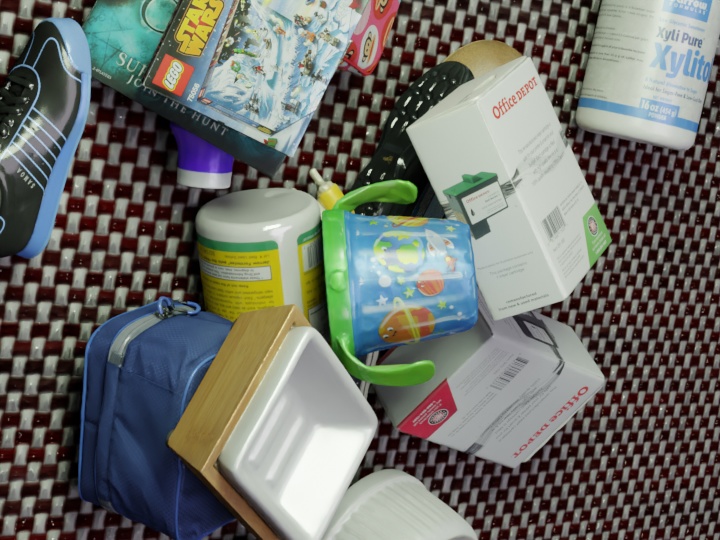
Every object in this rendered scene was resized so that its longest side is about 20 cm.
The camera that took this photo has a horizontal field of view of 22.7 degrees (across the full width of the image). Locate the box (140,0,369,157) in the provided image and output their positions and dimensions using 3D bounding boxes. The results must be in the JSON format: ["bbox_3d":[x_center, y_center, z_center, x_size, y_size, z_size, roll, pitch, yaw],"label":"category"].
[{"bbox_3d":[-0.074,-0.210,1.446,0.137,0.040,0.200,26,95,-13],"label":"box"}]

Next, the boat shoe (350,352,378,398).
[{"bbox_3d":[-0.030,0.125,1.717,0.062,0.075,0.200,1,109,-31],"label":"boat shoe"}]

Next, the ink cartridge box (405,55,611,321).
[{"bbox_3d":[0.139,-0.078,1.648,0.200,0.084,0.146,64,32,-10],"label":"ink cartridge box"}]

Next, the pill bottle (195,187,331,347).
[{"bbox_3d":[-0.084,0.036,1.612,0.113,0.113,0.200,-22,116,-38],"label":"pill bottle"}]

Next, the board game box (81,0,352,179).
[{"bbox_3d":[-0.125,-0.183,1.479,0.200,0.028,0.135,29,97,-13],"label":"board game box"}]

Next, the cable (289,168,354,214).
[{"bbox_3d":[0.000,0.000,1.673,0.200,0.050,0.097,38,83,-6],"label":"cable"}]

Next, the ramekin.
[{"bbox_3d":[0.032,0.308,1.775,0.200,0.105,0.200,-33,138,-37],"label":"ramekin"}]

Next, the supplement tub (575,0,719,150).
[{"bbox_3d":[0.310,-0.235,1.898,0.132,0.132,0.200,7,97,-44],"label":"supplement tub"}]

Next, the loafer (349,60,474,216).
[{"bbox_3d":[0.052,-0.110,1.736,0.201,0.068,0.070,-60,142,-6],"label":"loafer"}]

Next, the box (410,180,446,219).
[{"bbox_3d":[0.116,-0.036,1.782,0.200,0.038,0.137,0,122,-53],"label":"box"}]

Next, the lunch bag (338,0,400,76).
[{"bbox_3d":[-0.002,-0.278,1.602,0.176,0.082,0.200,21,87,-69],"label":"lunch bag"}]

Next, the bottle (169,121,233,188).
[{"bbox_3d":[-0.126,-0.172,1.533,0.065,0.083,0.200,-42,138,-76],"label":"bottle"}]

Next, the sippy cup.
[{"bbox_3d":[0.035,0.009,1.570,0.130,0.140,0.178,-5,92,0],"label":"sippy cup"}]

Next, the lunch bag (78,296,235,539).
[{"bbox_3d":[-0.167,0.118,1.541,0.136,0.132,0.200,-21,122,-56],"label":"lunch bag"}]

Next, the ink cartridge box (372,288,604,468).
[{"bbox_3d":[0.130,0.109,1.819,0.145,0.083,0.200,-46,139,19],"label":"ink cartridge box"}]

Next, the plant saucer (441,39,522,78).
[{"bbox_3d":[0.132,-0.133,1.823,0.200,0.035,0.200,-14,111,-40],"label":"plant saucer"}]

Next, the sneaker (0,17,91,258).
[{"bbox_3d":[-0.272,-0.107,1.422,0.078,0.070,0.200,7,97,-49],"label":"sneaker"}]

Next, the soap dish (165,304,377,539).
[{"bbox_3d":[-0.072,0.136,1.495,0.157,0.081,0.200,-62,150,-20],"label":"soap dish"}]
